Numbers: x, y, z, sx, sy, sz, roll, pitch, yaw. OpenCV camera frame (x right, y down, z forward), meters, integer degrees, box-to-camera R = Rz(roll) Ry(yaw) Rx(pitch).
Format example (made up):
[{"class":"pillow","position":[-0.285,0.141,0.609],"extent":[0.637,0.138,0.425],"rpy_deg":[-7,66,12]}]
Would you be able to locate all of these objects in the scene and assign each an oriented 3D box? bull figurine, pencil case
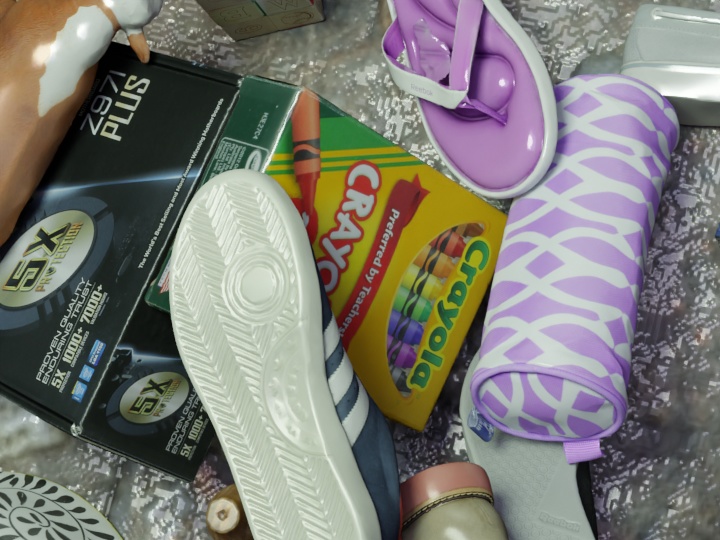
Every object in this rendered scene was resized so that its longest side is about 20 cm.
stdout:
[{"class":"bull figurine","position":[-0.183,-0.099,0.949],"extent":[0.201,0.065,0.121],"rpy_deg":[-56,36,2]},{"class":"pencil case","position":[0.115,-0.005,0.905],"extent":[0.084,0.085,0.201],"rpy_deg":[-12,51,42]}]

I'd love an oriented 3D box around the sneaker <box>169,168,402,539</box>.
[{"class":"sneaker","position":[-0.029,0.052,0.821],"extent":[0.075,0.084,0.201],"rpy_deg":[-16,84,22]}]

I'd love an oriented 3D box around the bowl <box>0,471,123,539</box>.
[{"class":"bowl","position":[-0.221,0.209,0.963],"extent":[0.199,0.094,0.202],"rpy_deg":[-2,80,11]}]

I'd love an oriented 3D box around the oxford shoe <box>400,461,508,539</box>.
[{"class":"oxford shoe","position":[0.012,0.182,0.879],"extent":[0.070,0.200,0.075],"rpy_deg":[0,48,-31]}]

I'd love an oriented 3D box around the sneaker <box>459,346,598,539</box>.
[{"class":"sneaker","position":[0.091,0.126,0.933],"extent":[0.070,0.100,0.201],"rpy_deg":[-4,47,1]}]

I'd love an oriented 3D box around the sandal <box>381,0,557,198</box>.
[{"class":"sandal","position":[0.040,-0.123,0.932],"extent":[0.082,0.050,0.204],"rpy_deg":[-45,55,37]}]

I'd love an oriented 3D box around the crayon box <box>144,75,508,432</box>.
[{"class":"crayon box","position":[0.000,0.000,0.912],"extent":[0.051,0.199,0.128],"rpy_deg":[19,83,50]}]

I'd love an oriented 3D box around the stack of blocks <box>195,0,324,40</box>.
[{"class":"stack of blocks","position":[-0.077,-0.214,0.959],"extent":[0.058,0.200,0.116],"rpy_deg":[-12,79,9]}]

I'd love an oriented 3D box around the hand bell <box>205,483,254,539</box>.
[{"class":"hand bell","position":[-0.046,0.128,0.889],"extent":[0.103,0.200,0.105],"rpy_deg":[-2,79,11]}]

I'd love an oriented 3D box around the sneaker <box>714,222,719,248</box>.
[{"class":"sneaker","position":[0.225,0.063,0.916],"extent":[0.078,0.075,0.201],"rpy_deg":[-22,74,10]}]

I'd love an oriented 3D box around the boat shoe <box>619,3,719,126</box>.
[{"class":"boat shoe","position":[0.241,-0.113,0.952],"extent":[0.199,0.072,0.069],"rpy_deg":[4,80,21]}]

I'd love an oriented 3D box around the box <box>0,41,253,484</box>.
[{"class":"box","position":[-0.122,-0.011,0.952],"extent":[0.163,0.086,0.201],"rpy_deg":[21,83,48]}]
